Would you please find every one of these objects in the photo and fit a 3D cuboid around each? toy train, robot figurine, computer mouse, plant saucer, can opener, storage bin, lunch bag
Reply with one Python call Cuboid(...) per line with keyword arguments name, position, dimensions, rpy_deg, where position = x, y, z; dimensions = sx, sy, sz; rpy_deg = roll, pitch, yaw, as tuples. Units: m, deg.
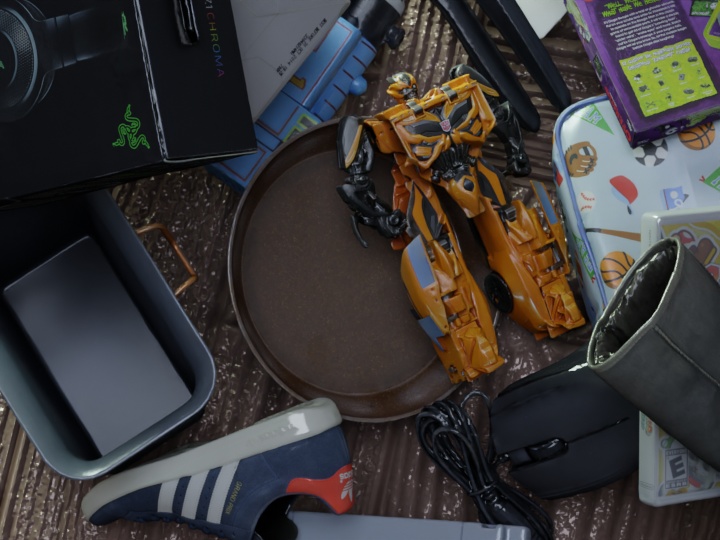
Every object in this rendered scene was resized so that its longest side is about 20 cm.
Cuboid(name="toy train", position=(-0.052, -0.140, 1.736), dimensions=(0.114, 0.087, 0.201), rpy_deg=(35, 85, 5))
Cuboid(name="robot figurine", position=(0.068, -0.038, 1.675), dimensions=(0.144, 0.058, 0.201), rpy_deg=(-26, 96, -26))
Cuboid(name="computer mouse", position=(0.147, 0.104, 1.638), dimensions=(0.199, 0.053, 0.139), rpy_deg=(-33, 104, 12))
Cuboid(name="plant saucer", position=(0.000, 0.000, 1.692), dimensions=(0.199, 0.034, 0.202), rpy_deg=(2, 84, -23))
Cuboid(name="can opener", position=(0.076, -0.184, 1.738), dimensions=(0.063, 0.079, 0.200), rpy_deg=(-40, 89, 26))
Cuboid(name="storage bin", position=(-0.173, 0.035, 1.678), dimensions=(0.145, 0.134, 0.201), rpy_deg=(-33, 78, -4))
Cuboid(name="lunch bag", position=(0.219, -0.030, 1.700), dimensions=(0.159, 0.076, 0.201), rpy_deg=(-15, 76, -2))

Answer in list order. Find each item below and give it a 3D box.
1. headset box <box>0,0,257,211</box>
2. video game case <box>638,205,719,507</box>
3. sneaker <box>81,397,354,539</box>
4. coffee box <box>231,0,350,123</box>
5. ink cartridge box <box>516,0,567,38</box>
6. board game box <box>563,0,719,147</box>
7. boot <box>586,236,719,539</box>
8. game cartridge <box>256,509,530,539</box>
Cuboid(name="headset box", position=(-0.166, -0.136, 1.536), dimensions=(0.199, 0.093, 0.176), rpy_deg=(-10, 90, 36))
Cuboid(name="video game case", position=(0.261, 0.047, 1.623), dimensions=(0.199, 0.023, 0.183), rpy_deg=(-6, 100, -30))
Cuboid(name="sneaker", position=(-0.091, 0.151, 1.655), dimensions=(0.199, 0.075, 0.085), rpy_deg=(-20, 90, 29))
Cuboid(name="coffee box", position=(-0.107, -0.186, 1.658), dimensions=(0.115, 0.080, 0.200), rpy_deg=(-50, 38, 2))
Cuboid(name="ink cartridge box", position=(0.142, -0.269, 1.722), dimensions=(0.115, 0.068, 0.200), rpy_deg=(45, 100, 18))
Cuboid(name="board game box", position=(0.248, -0.165, 1.693), dimensions=(0.199, 0.032, 0.121), rpy_deg=(-18, 71, -9))
Cuboid(name="boot", position=(0.209, 0.106, 1.545), dimensions=(0.072, 0.200, 0.183), rpy_deg=(-1, 57, 45))
Cuboid(name="game cartridge", position=(0.009, 0.225, 1.653), dimensions=(0.199, 0.040, 0.134), rpy_deg=(2, 74, 20))
